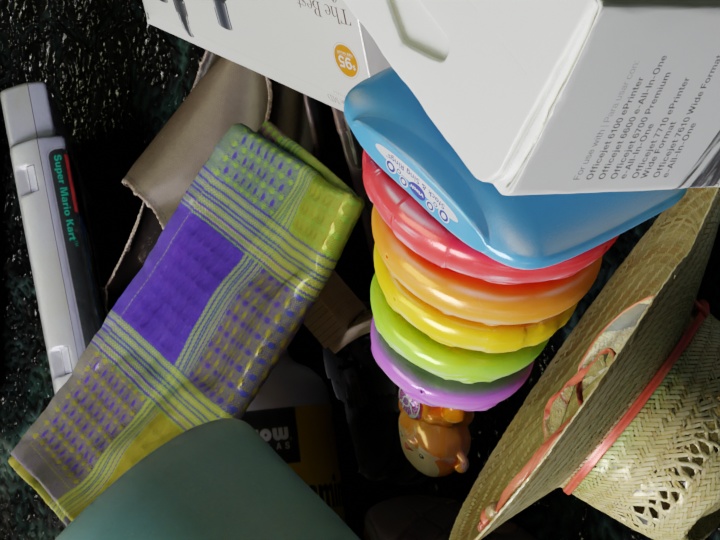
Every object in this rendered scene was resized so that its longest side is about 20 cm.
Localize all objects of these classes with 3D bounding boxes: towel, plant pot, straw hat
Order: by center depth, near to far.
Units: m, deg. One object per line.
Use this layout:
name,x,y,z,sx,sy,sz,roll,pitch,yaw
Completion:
straw hat,0.117,0.058,0.979,0.085,0.201,0.201,35,130,0
plant pot,-0.052,0.190,1.049,0.161,0.200,0.201,38,125,18
towel,-0.079,0.031,1.133,0.201,0.023,0.144,-55,30,3

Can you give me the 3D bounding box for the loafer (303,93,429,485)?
loafer,0.000,0.000,1.170,0.072,0.063,0.202,4,96,53

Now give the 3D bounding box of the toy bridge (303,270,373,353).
toy bridge,0.055,-0.024,1.086,0.200,0.027,0.067,-40,92,29

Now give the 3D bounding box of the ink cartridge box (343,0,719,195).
ink cartridge box,0.105,-0.104,0.904,0.145,0.199,0.084,55,133,35

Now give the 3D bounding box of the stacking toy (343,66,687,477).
stacking toy,0.043,0.012,1.042,0.116,0.109,0.201,44,140,28

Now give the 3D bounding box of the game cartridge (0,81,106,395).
game cartridge,-0.152,0.012,1.351,0.130,0.038,0.202,108,151,-77

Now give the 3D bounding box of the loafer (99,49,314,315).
loafer,-0.077,-0.042,1.265,0.073,0.071,0.201,44,126,42

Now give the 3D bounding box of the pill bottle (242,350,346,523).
pill bottle,-0.064,0.110,1.225,0.112,0.112,0.202,-14,82,53

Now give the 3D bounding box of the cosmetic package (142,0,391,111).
cosmetic package,-0.037,-0.131,1.136,0.200,0.050,0.083,27,139,51

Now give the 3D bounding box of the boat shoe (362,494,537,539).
boat shoe,0.061,0.166,1.094,0.200,0.075,0.072,41,127,46
